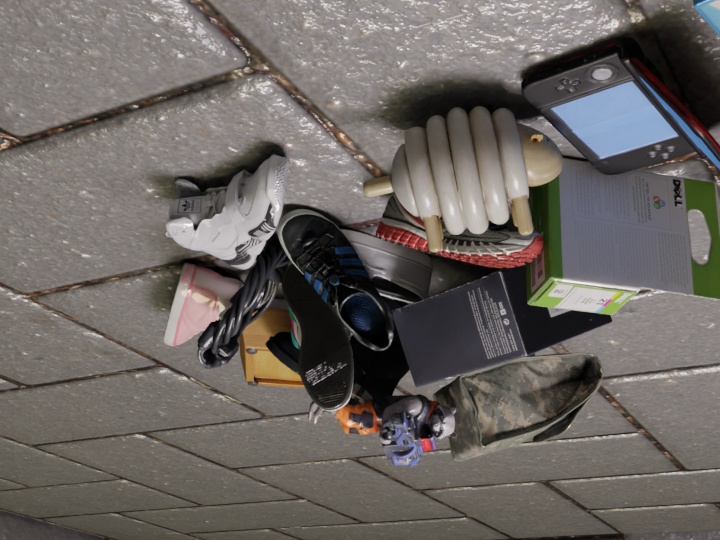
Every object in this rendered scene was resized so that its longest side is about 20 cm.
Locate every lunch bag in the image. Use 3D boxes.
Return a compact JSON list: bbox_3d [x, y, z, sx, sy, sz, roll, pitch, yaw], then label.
[{"bbox_3d":[0.217,0.175,1.395,0.198,0.118,0.164,-15,168,-14],"label":"lunch bag"}]

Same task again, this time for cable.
[{"bbox_3d":[-0.145,0.032,1.328,0.051,0.200,0.164,30,112,4],"label":"cable"}]

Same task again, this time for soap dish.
[{"bbox_3d":[-0.108,0.116,1.580,0.156,0.082,0.200,5,154,-3],"label":"soap dish"}]

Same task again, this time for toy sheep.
[{"bbox_3d":[0.101,-0.094,1.031,0.198,0.139,0.138,-11,154,4],"label":"toy sheep"}]

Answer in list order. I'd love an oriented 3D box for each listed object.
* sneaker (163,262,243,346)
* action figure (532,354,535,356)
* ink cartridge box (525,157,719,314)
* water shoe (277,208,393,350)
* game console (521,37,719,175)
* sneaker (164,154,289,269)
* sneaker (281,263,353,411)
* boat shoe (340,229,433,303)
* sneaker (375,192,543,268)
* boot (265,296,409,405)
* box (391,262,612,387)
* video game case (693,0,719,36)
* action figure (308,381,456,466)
[{"bbox_3d":[-0.219,0.061,1.479,0.104,0.076,0.200,14,150,-11],"label":"sneaker"},{"bbox_3d":[0.216,0.124,1.536,0.118,0.103,0.200,17,156,-25],"label":"action figure"},{"bbox_3d":[0.285,-0.030,1.128,0.198,0.149,0.076,7,155,-10],"label":"ink cartridge box"},{"bbox_3d":[-0.021,0.009,1.251,0.200,0.071,0.079,50,180,-14],"label":"water shoe"},{"bbox_3d":[0.269,-0.114,0.983,0.171,0.120,0.200,-15,149,34],"label":"game console"},{"bbox_3d":[-0.155,-0.072,1.179,0.114,0.076,0.200,15,148,-15],"label":"sneaker"},{"bbox_3d":[-0.049,0.099,1.352,0.083,0.201,0.121,-16,155,3],"label":"sneaker"},{"bbox_3d":[0.000,0.000,1.326,0.199,0.069,0.072,16,153,-27],"label":"boat shoe"},{"bbox_3d":[0.105,-0.053,1.122,0.199,0.083,0.078,16,-179,34],"label":"sneaker"},{"bbox_3d":[-0.009,0.093,1.454,0.199,0.169,0.076,33,-178,-5],"label":"boot"},{"bbox_3d":[0.177,0.057,1.296,0.199,0.105,0.181,-13,174,-45],"label":"box"},{"bbox_3d":[0.394,-0.225,0.846,0.199,0.018,0.143,-18,149,39],"label":"video game case"},{"bbox_3d":[0.032,0.181,1.349,0.192,0.105,0.200,8,155,3],"label":"action figure"}]
